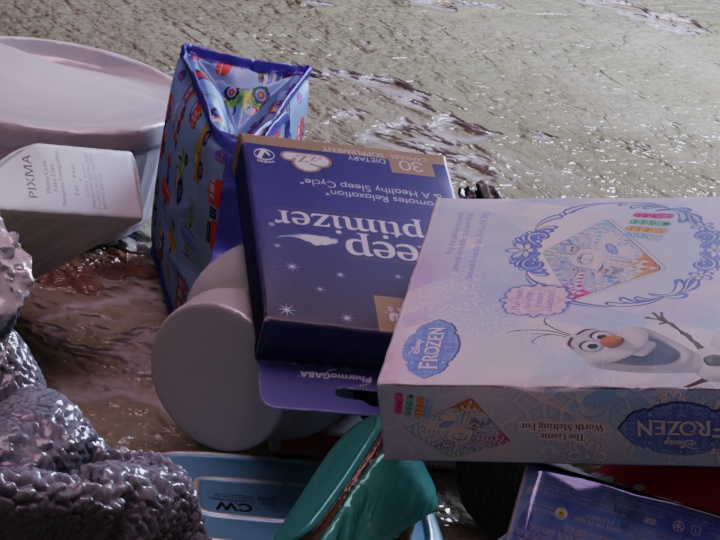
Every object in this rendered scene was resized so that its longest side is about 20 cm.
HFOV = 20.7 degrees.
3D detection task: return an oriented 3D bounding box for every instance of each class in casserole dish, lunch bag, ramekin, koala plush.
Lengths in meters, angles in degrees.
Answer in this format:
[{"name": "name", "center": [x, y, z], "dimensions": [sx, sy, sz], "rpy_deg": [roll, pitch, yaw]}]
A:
[{"name": "casserole dish", "center": [-0.040, 0.134, 1.006], "dimensions": [0.199, 0.039, 0.121], "rpy_deg": [6, 22, -10]}, {"name": "lunch bag", "center": [-0.087, -0.038, 1.242], "dimensions": [0.093, 0.151, 0.200], "rpy_deg": [9, 22, -5]}, {"name": "ramekin", "center": [-0.223, -0.089, 1.379], "dimensions": [0.201, 0.095, 0.203], "rpy_deg": [9, 23, -4]}, {"name": "koala plush", "center": [-0.173, 0.085, 0.857], "dimensions": [0.183, 0.178, 0.200], "rpy_deg": [3, 36, -34]}]

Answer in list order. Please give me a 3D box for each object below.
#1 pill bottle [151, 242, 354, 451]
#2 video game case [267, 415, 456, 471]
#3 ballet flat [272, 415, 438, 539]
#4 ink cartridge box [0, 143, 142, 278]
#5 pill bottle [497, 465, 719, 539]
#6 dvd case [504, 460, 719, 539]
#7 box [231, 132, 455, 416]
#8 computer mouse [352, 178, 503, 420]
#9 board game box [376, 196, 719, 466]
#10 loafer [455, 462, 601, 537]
[{"name": "pill bottle", "center": [-0.031, 0.029, 1.115], "dimensions": [0.112, 0.113, 0.200], "rpy_deg": [20, 25, 21]}, {"name": "video game case", "center": [0.039, 0.080, 1.194], "dimensions": [0.199, 0.018, 0.143], "rpy_deg": [6, 23, -9]}, {"name": "ballet flat", "center": [-0.025, 0.152, 0.909], "dimensions": [0.070, 0.067, 0.200], "rpy_deg": [49, 55, -8]}, {"name": "ink cartridge box", "center": [-0.249, -0.028, 1.120], "dimensions": [0.160, 0.048, 0.199], "rpy_deg": [-24, -20, 40]}, {"name": "pill bottle", "center": [0.151, 0.129, 0.901], "dimensions": [0.199, 0.113, 0.112], "rpy_deg": [-33, 38, -16]}, {"name": "dvd case", "center": [0.111, 0.188, 0.800], "dimensions": [0.142, 0.018, 0.201], "rpy_deg": [16, 65, 6]}, {"name": "box", "center": [0.000, 0.000, 1.032], "dimensions": [0.120, 0.033, 0.201], "rpy_deg": [6, 38, -13]}, {"name": "computer mouse", "center": [0.060, 0.035, 1.105], "dimensions": [0.052, 0.139, 0.200], "rpy_deg": [-9, 13, 30]}, {"name": "board game box", "center": [0.120, 0.023, 0.911], "dimensions": [0.198, 0.044, 0.200], "rpy_deg": [1, 26, 10]}, {"name": "loafer", "center": [0.138, 0.131, 1.042], "dimensions": [0.069, 0.076, 0.200], "rpy_deg": [-15, 33, -38]}]
